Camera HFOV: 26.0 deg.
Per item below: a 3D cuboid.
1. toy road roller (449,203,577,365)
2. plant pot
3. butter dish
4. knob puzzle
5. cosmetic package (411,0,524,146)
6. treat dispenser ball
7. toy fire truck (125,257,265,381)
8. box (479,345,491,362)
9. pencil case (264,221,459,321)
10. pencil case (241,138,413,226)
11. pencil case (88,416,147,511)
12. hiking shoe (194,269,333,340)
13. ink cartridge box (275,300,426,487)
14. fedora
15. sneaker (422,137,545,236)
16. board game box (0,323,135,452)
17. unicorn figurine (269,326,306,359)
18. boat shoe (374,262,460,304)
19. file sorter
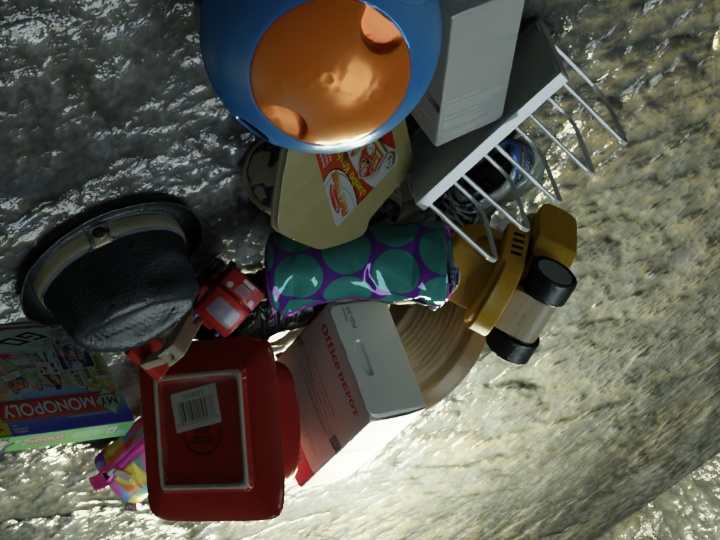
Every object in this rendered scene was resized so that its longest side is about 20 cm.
[{"bbox_3d":[0.161,-0.003,1.786,0.123,0.145,0.200,-61,-175,30],"label":"toy road roller"},{"bbox_3d":[0.059,0.072,1.913,0.201,0.201,0.093,-41,118,18],"label":"plant pot"},{"bbox_3d":[-0.136,0.176,1.760,0.199,0.201,0.148,-7,176,35],"label":"butter dish"},{"bbox_3d":[-0.029,-0.109,1.511,0.219,0.030,0.221,-32,133,-43],"label":"knob puzzle"},{"bbox_3d":[0.087,-0.225,1.474,0.090,0.107,0.200,-25,151,-14],"label":"cosmetic package"},{"bbox_3d":[-0.033,-0.197,1.282,0.200,0.201,0.201,-25,153,-14],"label":"treat dispenser ball"},{"bbox_3d":[-0.177,0.055,1.644,0.141,0.049,0.200,-50,-166,-8],"label":"toy fire truck"},{"bbox_3d":[0.147,0.055,2.090,0.160,0.049,0.200,-47,150,24],"label":"box"},{"bbox_3d":[0.000,0.000,1.617,0.199,0.093,0.085,-3,-176,-1],"label":"pencil case"},{"bbox_3d":[-0.035,-0.087,1.606,0.089,0.078,0.200,-33,156,27],"label":"pencil case"},{"bbox_3d":[-0.234,0.200,1.882,0.200,0.089,0.088,-43,152,16],"label":"pencil case"},{"bbox_3d":[-0.103,0.034,1.745,0.200,0.076,0.101,-38,157,14],"label":"hiking shoe"},{"bbox_3d":[-0.023,0.141,1.786,0.082,0.147,0.200,-8,156,-33],"label":"ink cartridge box"},{"bbox_3d":[-0.234,0.020,1.556,0.200,0.092,0.201,-25,153,-14],"label":"fedora"},{"bbox_3d":[0.120,-0.081,1.795,0.200,0.077,0.085,-49,156,10],"label":"sneaker"},{"bbox_3d":[-0.337,0.115,1.562,0.199,0.135,0.029,-3,142,-46],"label":"board game box"},{"bbox_3d":[-0.041,0.054,1.871,0.137,0.074,0.200,-12,163,-38],"label":"unicorn figurine"},{"bbox_3d":[0.011,0.000,1.691,0.200,0.073,0.060,10,-171,-3],"label":"boat shoe"},{"bbox_3d":[0.163,-0.132,1.629,0.124,0.139,0.200,39,111,-24],"label":"file sorter"}]
